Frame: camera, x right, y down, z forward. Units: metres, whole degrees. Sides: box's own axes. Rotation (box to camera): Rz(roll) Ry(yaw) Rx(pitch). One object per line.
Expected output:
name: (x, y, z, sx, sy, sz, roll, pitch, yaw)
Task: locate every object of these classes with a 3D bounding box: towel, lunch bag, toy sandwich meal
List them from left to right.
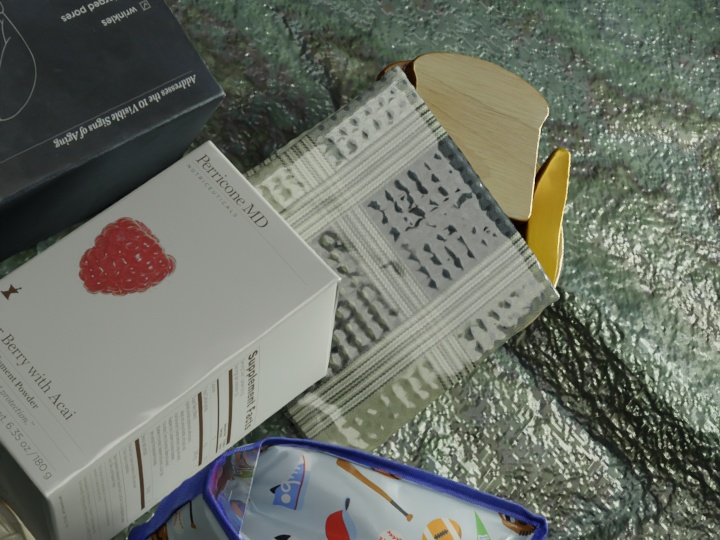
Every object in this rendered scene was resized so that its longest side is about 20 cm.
lunch bag: (-0.025, 0.176, 0.859, 0.198, 0.170, 0.125, 25, 56, -16)
towel: (0.000, 0.000, 0.991, 0.199, 0.035, 0.193, -36, 89, -9)
toy sandwich meal: (0.070, -0.050, 1.052, 0.203, 0.070, 0.207, 9, 66, -22)

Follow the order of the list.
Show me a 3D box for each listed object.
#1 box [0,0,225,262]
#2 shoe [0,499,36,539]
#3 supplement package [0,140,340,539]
box: (-0.223, -0.123, 0.913, 0.199, 0.124, 0.198, -30, 83, -32)
shoe: (-0.181, 0.200, 0.842, 0.070, 0.053, 0.201, -28, 83, -31)
supplement package: (-0.125, 0.047, 0.859, 0.199, 0.120, 0.121, -37, 70, -23)
